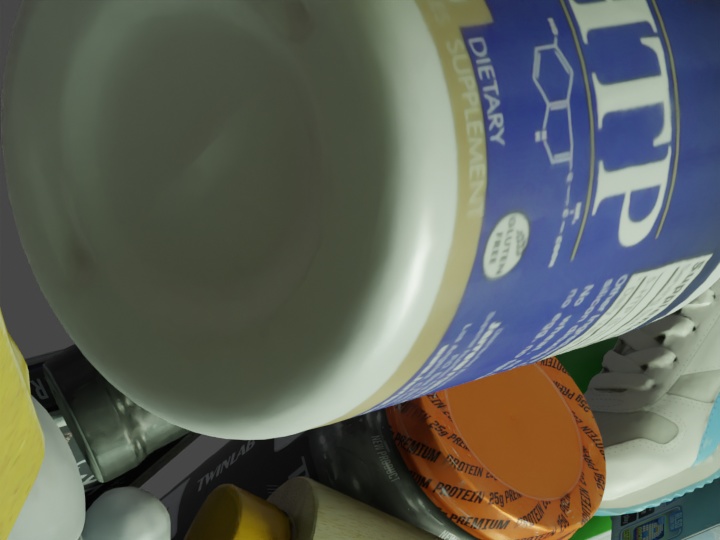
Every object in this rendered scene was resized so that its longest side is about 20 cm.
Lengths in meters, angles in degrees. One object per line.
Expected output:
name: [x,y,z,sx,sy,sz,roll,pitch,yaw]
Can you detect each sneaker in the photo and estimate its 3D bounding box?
sneaker: [0.135,0.034,1.119,0.200,0.081,0.076,-36,-159,-33]

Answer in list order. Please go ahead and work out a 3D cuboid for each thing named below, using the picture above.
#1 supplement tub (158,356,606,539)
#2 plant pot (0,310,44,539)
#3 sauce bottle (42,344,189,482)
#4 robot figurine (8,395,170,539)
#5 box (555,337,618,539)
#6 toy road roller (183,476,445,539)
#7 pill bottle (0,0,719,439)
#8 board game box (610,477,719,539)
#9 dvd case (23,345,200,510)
supplement tub: [-0.004,0.106,1.051,0.122,0.123,0.200,-13,158,-50]
plant pot: [-0.153,0.022,0.336,0.200,0.196,0.194,-36,168,-12]
sauce bottle: [0.000,0.000,0.810,0.199,0.065,0.065,-26,166,-11]
robot figurine: [-0.128,0.103,0.702,0.169,0.113,0.201,-11,114,-30]
box: [0.053,0.122,1.287,0.176,0.097,0.200,-41,164,30]
toy road roller: [-0.041,0.167,0.968,0.201,0.123,0.146,-62,-161,5]
pill bottle: [0.028,-0.038,0.611,0.200,0.120,0.120,-15,160,-49]
board game box: [0.208,0.051,1.183,0.198,0.043,0.200,-26,-156,21]
dvd case: [-0.129,0.070,0.873,0.200,0.025,0.150,-14,159,-48]
